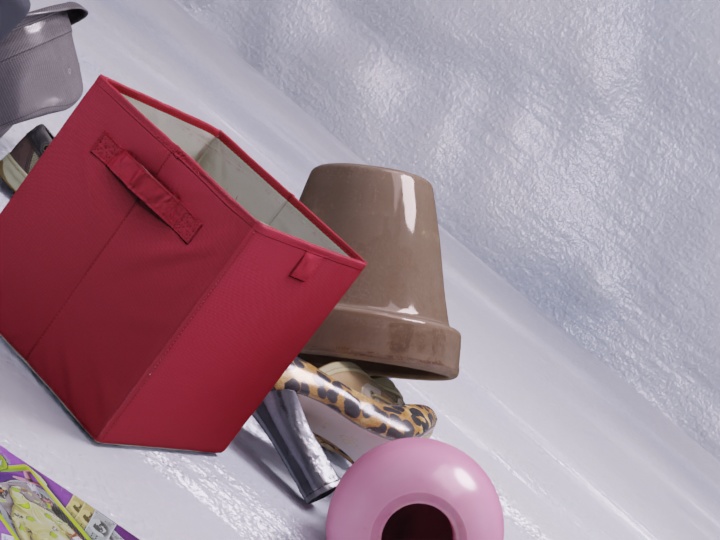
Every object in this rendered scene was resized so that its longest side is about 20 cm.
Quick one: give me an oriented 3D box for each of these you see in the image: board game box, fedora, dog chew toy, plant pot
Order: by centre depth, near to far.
[{"bbox_3d":[-0.151,0.155,0.782,0.120,0.032,0.200,41,7,-13],"label":"board game box"},{"bbox_3d":[0.037,0.176,1.164,0.124,0.125,0.200,38,1,-2],"label":"dog chew toy"},{"bbox_3d":[0.000,0.000,1.458,0.198,0.177,0.200,8,-6,1],"label":"plant pot"},{"bbox_3d":[-0.317,-0.174,1.477,0.200,0.175,0.091,-83,150,-80],"label":"fedora"}]

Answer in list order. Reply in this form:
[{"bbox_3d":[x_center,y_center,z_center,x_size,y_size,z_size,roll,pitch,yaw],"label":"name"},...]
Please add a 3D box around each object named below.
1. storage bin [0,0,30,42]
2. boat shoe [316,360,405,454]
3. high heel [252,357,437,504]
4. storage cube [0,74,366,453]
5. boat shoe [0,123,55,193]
[{"bbox_3d":[-0.352,-0.195,1.252,0.145,0.200,0.134,43,1,33],"label":"storage bin"},{"bbox_3d":[-0.003,0.126,1.389,0.065,0.071,0.199,50,17,23],"label":"boat shoe"},{"bbox_3d":[-0.017,0.093,1.296,0.199,0.071,0.143,-16,72,-56],"label":"high heel"},{"bbox_3d":[-0.135,0.003,1.127,0.171,0.180,0.200,42,8,23],"label":"storage cube"},{"bbox_3d":[-0.222,-0.048,1.402,0.200,0.066,0.072,39,8,3],"label":"boat shoe"}]
